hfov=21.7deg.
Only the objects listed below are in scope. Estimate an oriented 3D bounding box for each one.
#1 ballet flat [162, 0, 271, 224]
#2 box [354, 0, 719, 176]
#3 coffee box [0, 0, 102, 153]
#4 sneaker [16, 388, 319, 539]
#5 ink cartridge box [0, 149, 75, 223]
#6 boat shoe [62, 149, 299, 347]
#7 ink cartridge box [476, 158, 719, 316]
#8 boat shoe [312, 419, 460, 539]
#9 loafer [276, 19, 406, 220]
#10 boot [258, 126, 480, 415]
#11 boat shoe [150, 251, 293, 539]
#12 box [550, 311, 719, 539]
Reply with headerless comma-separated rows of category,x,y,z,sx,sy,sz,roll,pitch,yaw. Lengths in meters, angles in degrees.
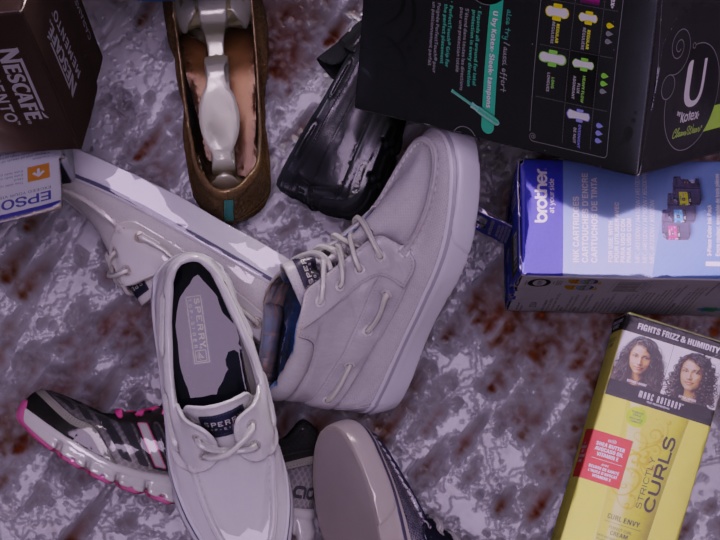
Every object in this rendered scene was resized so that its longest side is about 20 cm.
ballet flat,-0.092,-0.131,1.198,0.068,0.072,0.201,-4,83,-1
box,0.120,-0.143,1.105,0.200,0.148,0.125,16,111,34
coffee box,-0.265,-0.131,1.098,0.199,0.115,0.080,-3,50,12
sneaker,-0.112,0.101,1.171,0.199,0.074,0.088,19,84,-2
ink cartridge box,-0.277,-0.075,1.158,0.199,0.041,0.200,-12,48,1
boat shoe,-0.129,-0.013,1.189,0.200,0.071,0.070,29,84,-2
ink cartridge box,0.159,-0.018,1.149,0.199,0.136,0.077,0,80,0
boat shoe,0.041,0.180,1.154,0.093,0.075,0.201,-16,90,-33
loafer,0.006,-0.130,1.198,0.070,0.068,0.201,19,79,17
boot,0.000,0.000,1.134,0.095,0.074,0.200,5,116,-29
boat shoe,-0.086,0.087,1.104,0.073,0.065,0.201,-17,87,-6
box,0.168,0.132,1.174,0.075,0.050,0.200,18,84,2
